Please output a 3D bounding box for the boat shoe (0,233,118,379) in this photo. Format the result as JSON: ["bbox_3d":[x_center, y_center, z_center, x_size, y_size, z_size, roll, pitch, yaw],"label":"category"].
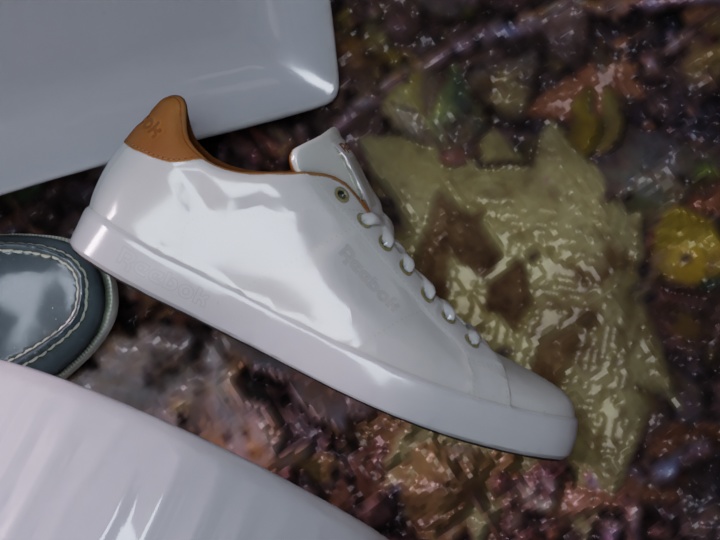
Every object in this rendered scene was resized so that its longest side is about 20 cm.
[{"bbox_3d":[-0.192,0.028,0.908,0.199,0.062,0.073,-11,81,5],"label":"boat shoe"}]

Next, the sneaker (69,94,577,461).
[{"bbox_3d":[0.000,0.000,0.870,0.199,0.073,0.085,27,91,-4],"label":"sneaker"}]

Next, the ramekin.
[{"bbox_3d":[-0.077,0.109,0.821,0.200,0.201,0.098,23,78,9],"label":"ramekin"}]

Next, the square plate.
[{"bbox_3d":[-0.106,-0.133,0.858,0.199,0.028,0.199,-18,114,-27],"label":"square plate"}]
